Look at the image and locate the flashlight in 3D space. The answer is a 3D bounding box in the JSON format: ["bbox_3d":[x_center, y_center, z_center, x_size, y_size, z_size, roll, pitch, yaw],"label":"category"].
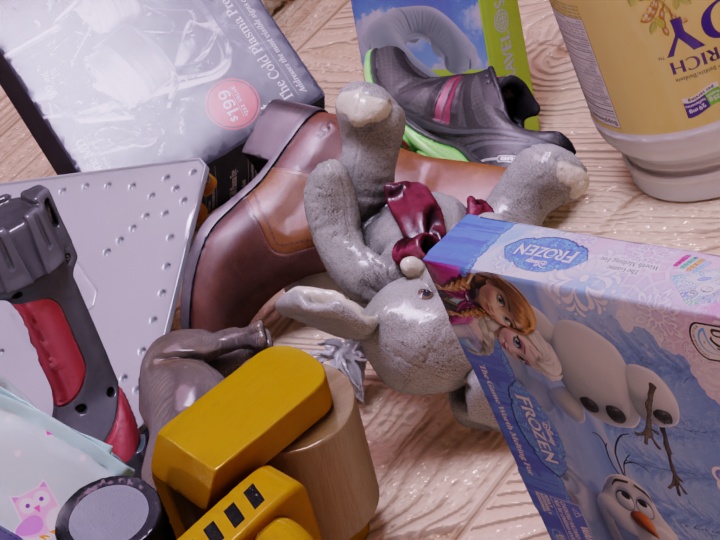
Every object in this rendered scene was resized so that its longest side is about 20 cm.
[{"bbox_3d":[-0.184,0.054,1.365,0.068,0.201,0.068,-14,29,14],"label":"flashlight"}]

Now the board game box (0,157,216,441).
[{"bbox_3d":[-0.198,0.026,1.525,0.199,0.026,0.201,-5,60,31],"label":"board game box"}]

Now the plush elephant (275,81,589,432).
[{"bbox_3d":[0.040,0.007,1.317,0.201,0.164,0.155,-62,19,8],"label":"plush elephant"}]

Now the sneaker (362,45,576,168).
[{"bbox_3d":[0.074,-0.099,1.536,0.084,0.077,0.200,-47,49,-2],"label":"sneaker"}]

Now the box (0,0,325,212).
[{"bbox_3d":[-0.153,-0.140,1.666,0.182,0.200,0.104,-32,-15,-12],"label":"box"}]

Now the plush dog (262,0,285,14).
[{"bbox_3d":[-0.156,-0.253,1.898,0.199,0.172,0.161,-22,28,2],"label":"plush dog"}]

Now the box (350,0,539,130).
[{"bbox_3d":[0.051,-0.187,1.596,0.122,0.201,0.048,5,23,42],"label":"box"}]

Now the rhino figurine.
[{"bbox_3d":[-0.088,0.103,1.355,0.087,0.060,0.200,-13,40,2],"label":"rhino figurine"}]

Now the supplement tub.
[{"bbox_3d":[0.199,-0.160,1.440,0.145,0.200,0.146,-19,28,11],"label":"supplement tub"}]

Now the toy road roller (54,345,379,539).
[{"bbox_3d":[-0.047,0.152,1.192,0.146,0.123,0.200,27,55,38],"label":"toy road roller"}]

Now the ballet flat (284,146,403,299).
[{"bbox_3d":[-0.014,-0.046,1.552,0.069,0.070,0.200,-9,32,26],"label":"ballet flat"}]

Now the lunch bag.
[{"bbox_3d":[-0.236,0.138,1.283,0.200,0.122,0.171,26,82,33],"label":"lunch bag"}]

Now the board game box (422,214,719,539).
[{"bbox_3d":[0.143,0.074,1.082,0.199,0.200,0.043,10,45,47],"label":"board game box"}]

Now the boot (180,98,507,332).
[{"bbox_3d":[0.000,0.000,1.454,0.199,0.069,0.189,20,73,23],"label":"boot"}]
